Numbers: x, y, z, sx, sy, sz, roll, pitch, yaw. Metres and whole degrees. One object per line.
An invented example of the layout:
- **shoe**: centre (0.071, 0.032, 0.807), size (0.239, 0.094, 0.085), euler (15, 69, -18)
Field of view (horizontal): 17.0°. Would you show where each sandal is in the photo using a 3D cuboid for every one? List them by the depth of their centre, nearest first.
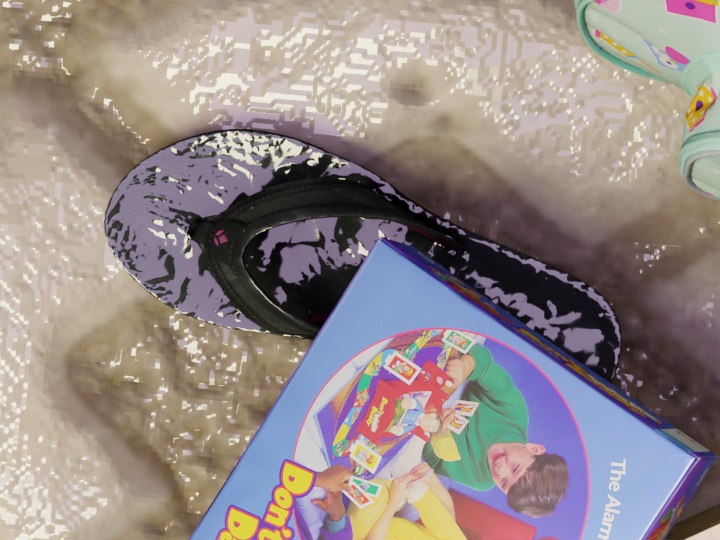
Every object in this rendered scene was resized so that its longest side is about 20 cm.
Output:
- **sandal**: centre (0.001, -0.001, 0.882), size (0.199, 0.048, 0.076), euler (18, 92, 5)

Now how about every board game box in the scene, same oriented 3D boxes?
- **board game box**: centre (0.012, 0.110, 0.833), size (0.134, 0.045, 0.201), euler (35, 96, 16)

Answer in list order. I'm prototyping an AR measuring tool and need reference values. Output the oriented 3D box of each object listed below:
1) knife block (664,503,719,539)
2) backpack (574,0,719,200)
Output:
- **knife block**: centre (0.160, 0.166, 0.858), size (0.199, 0.064, 0.177), euler (-25, 88, 5)
- **backpack**: centre (0.168, -0.091, 0.803), size (0.199, 0.176, 0.154), euler (18, 88, 10)
